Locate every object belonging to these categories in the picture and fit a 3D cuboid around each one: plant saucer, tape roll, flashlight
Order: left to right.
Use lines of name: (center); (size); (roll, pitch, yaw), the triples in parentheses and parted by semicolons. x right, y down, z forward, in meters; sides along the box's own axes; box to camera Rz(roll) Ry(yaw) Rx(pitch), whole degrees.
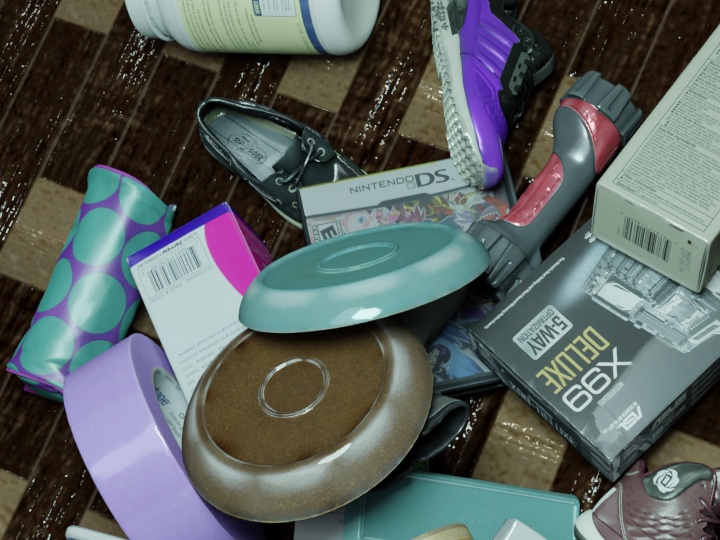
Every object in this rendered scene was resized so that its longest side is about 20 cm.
tape roll: (-0.154, 0.152, 1.504); (0.065, 0.200, 0.201); (-31, 65, 6)
plant saucer: (-0.045, 0.094, 1.401); (0.199, 0.032, 0.201); (-13, 44, 13)
plant saucer: (0.000, 0.000, 1.451); (0.198, 0.200, 0.028); (-10, 104, 15)
plant saucer: (0.081, 0.191, 1.446); (0.198, 0.019, 0.071); (11, 71, -20)
flashlight: (0.147, -0.070, 1.540); (0.200, 0.068, 0.068); (-49, 39, -15)

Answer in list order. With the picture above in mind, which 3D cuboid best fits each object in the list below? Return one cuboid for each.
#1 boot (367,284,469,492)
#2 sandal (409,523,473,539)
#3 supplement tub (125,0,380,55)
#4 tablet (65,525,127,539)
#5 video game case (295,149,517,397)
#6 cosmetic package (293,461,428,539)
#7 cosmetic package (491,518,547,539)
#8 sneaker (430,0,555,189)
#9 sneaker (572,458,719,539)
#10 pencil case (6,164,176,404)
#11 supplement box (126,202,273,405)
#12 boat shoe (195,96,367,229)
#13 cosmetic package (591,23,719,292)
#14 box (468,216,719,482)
boot: (0.041, 0.082, 1.444); (0.200, 0.070, 0.131); (-43, 45, -19)
sandal: (-0.003, 0.260, 1.371); (0.211, 0.078, 0.070); (-26, 62, -3)
supplement tub: (-0.093, -0.262, 1.658); (0.198, 0.145, 0.146); (3, 73, 19)
tablet: (-0.147, 0.266, 1.468); (0.129, 0.201, 0.014); (14, 56, 22)
video game case: (0.053, 0.008, 1.556); (0.179, 0.026, 0.201); (-11, 68, -4)
cosmetic package: (-0.002, 0.224, 1.482); (0.084, 0.108, 0.202); (-2, 73, 15)
cosmetic package: (0.161, 0.281, 1.389); (0.199, 0.081, 0.113); (33, 84, 1)
sneaker: (0.116, -0.160, 1.584); (0.099, 0.070, 0.201); (-6, 56, -2)
sneaker: (0.264, 0.209, 1.420); (0.199, 0.076, 0.116); (35, 82, 26)
pencil case: (-0.231, 0.016, 1.640); (0.092, 0.085, 0.201); (4, 69, 59)
supplement box: (-0.100, 0.064, 1.572); (0.101, 0.103, 0.201); (-28, 64, 6)
boat shoe: (-0.064, -0.095, 1.633); (0.199, 0.066, 0.075); (38, 83, 24)
cosmetic package: (0.275, -0.093, 1.483); (0.103, 0.073, 0.200); (31, 62, 20)
box: (0.209, 0.042, 1.487); (0.200, 0.050, 0.158); (-41, 64, -13)
